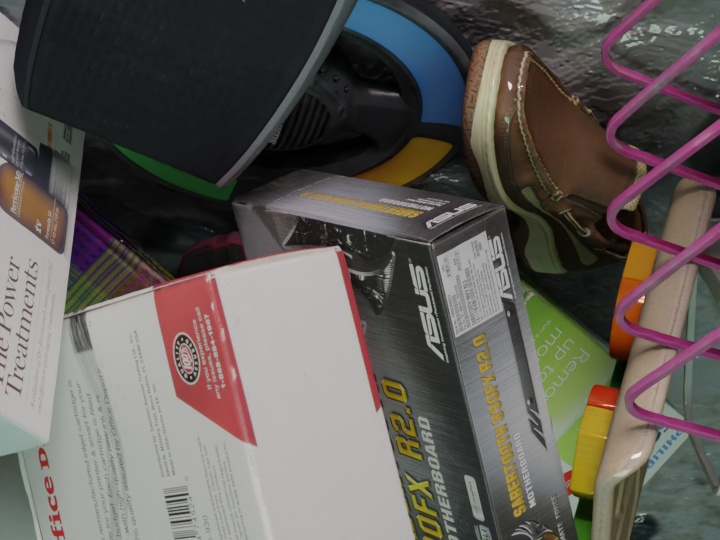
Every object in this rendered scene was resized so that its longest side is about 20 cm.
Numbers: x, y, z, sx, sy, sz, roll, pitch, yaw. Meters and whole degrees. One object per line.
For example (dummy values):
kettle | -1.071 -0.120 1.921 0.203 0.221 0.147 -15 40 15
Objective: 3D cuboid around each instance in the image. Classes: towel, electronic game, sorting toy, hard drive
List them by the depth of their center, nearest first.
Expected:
hard drive | -0.069 -0.122 0.727 0.134 0.042 0.200 22 135 -12
electronic game | -0.040 -0.086 0.838 0.199 0.042 0.200 2 150 1
sorting toy | 0.135 0.076 0.873 0.036 0.186 0.200 14 143 11
towel | -0.166 0.006 0.945 0.200 0.023 0.144 41 138 -8

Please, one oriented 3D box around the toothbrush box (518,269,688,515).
toothbrush box | 0.084 0.087 1.018 0.146 0.086 0.200 -48 135 5

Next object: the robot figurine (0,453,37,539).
robot figurine | -0.183 0.171 1.054 0.149 0.125 0.200 -12 136 9

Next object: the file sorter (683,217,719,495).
file sorter | 0.276 0.048 0.908 0.199 0.125 0.139 1 -166 2

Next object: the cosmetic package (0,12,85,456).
cosmetic package | -0.195 -0.035 0.776 0.051 0.201 0.151 -16 146 27

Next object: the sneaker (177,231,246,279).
sneaker | 0.000 0.000 0.942 0.199 0.079 0.095 -2 -175 29

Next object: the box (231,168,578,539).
box | 0.022 0.057 0.827 0.158 0.048 0.201 14 124 51

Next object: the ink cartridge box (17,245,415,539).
ink cartridge box | -0.081 0.081 0.822 0.083 0.148 0.200 -13 179 -40

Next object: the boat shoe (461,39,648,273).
boat shoe | 0.106 -0.056 0.849 0.074 0.075 0.202 4 163 19

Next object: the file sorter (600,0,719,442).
file sorter | 0.190 -0.030 0.761 0.138 0.201 0.125 16 147 -23
